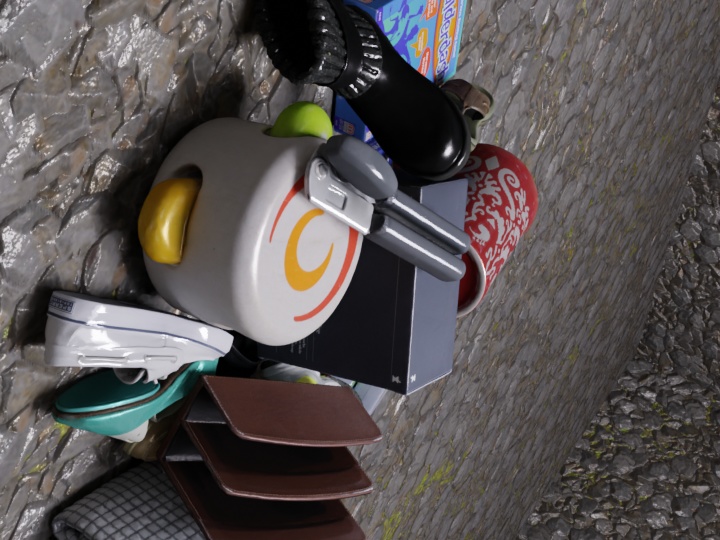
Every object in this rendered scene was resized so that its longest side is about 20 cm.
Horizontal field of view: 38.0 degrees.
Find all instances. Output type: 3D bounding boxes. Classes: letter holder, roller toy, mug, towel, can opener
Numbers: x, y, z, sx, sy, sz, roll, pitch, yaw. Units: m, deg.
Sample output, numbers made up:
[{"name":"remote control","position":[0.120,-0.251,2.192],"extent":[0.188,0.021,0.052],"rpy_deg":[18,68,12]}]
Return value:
[{"name":"letter holder","position":[-0.068,0.189,0.997],"extent":[0.198,0.142,0.101],"rpy_deg":[11,119,-45]},{"name":"roller toy","position":[-0.097,-0.036,0.919],"extent":[0.200,0.138,0.184],"rpy_deg":[-50,143,-34]},{"name":"mug","position":[0.094,-0.051,1.164],"extent":[0.200,0.176,0.135],"rpy_deg":[-54,169,-54]},{"name":"towel","position":[-0.174,0.274,0.998],"extent":[0.165,0.198,0.087],"rpy_deg":[-23,136,-55]},{"name":"can opener","position":[0.030,-0.046,0.887],"extent":[0.199,0.066,0.053],"rpy_deg":[32,66,-41]}]

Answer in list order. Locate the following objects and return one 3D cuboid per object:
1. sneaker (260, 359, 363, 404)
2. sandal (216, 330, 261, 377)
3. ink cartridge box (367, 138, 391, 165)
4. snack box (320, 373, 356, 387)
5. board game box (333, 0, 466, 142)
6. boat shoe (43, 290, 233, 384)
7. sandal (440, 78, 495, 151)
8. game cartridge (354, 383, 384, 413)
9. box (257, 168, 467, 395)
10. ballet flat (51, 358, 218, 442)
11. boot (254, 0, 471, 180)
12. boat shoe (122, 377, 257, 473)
[{"name":"sneaker","position":[-0.053,0.160,1.175],"extent":[0.200,0.075,0.077],"rpy_deg":[40,35,-55]},{"name":"sandal","position":[-0.126,0.061,1.069],"extent":[0.075,0.048,0.202],"rpy_deg":[-49,153,-29]},{"name":"ink cartridge box","position":[-0.016,-0.051,1.191],"extent":[0.094,0.044,0.202],"rpy_deg":[-37,145,-49]},{"name":"snack box","position":[0.013,0.072,1.323],"extent":[0.201,0.053,0.143],"rpy_deg":[-55,172,-19]},{"name":"board game box","position":[0.048,-0.248,1.122],"extent":[0.200,0.045,0.154],"rpy_deg":[-43,149,-42]},{"name":"boat shoe","position":[-0.190,0.064,0.894],"extent":[0.199,0.073,0.066],"rpy_deg":[18,86,-51]},{"name":"sandal","position":[0.115,-0.192,1.191],"extent":[0.058,0.079,0.201],"rpy_deg":[-60,178,29]},{"name":"game cartridge","position":[0.038,0.110,1.305],"extent":[0.133,0.041,0.201],"rpy_deg":[-42,164,-55]},{"name":"box","position":[0.000,0.000,1.045],"extent":[0.104,0.180,0.203],"rpy_deg":[-15,113,-56]},{"name":"ballet flat","position":[-0.195,0.116,0.951],"extent":[0.199,0.067,0.071],"rpy_deg":[-32,131,-53]},{"name":"boot","position":[0.001,-0.169,0.928],"extent":[0.079,0.211,0.157],"rpy_deg":[-45,165,15]},{"name":"boat shoe","position":[-0.154,0.159,1.063],"extent":[0.199,0.063,0.073],"rpy_deg":[-13,149,-54]}]
